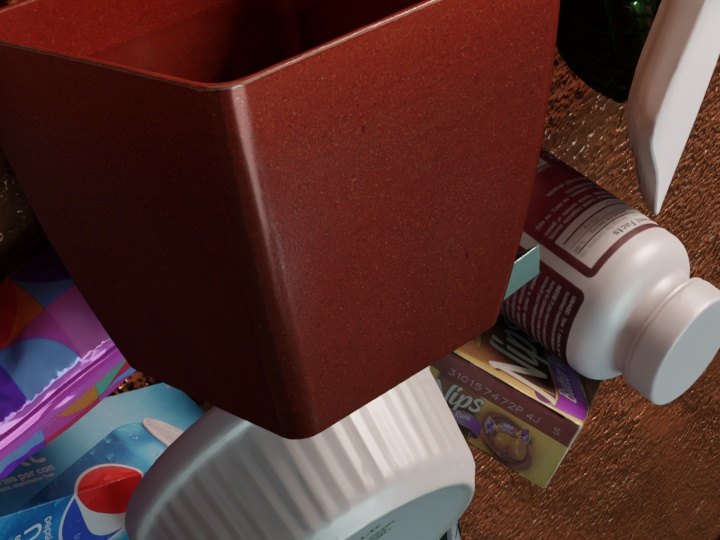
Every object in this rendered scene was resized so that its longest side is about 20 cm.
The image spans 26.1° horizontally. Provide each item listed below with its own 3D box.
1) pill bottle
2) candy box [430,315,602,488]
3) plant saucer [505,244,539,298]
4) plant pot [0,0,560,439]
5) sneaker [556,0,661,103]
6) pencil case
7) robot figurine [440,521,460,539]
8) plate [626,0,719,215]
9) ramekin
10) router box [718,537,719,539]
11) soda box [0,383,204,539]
[{"bbox_3d":[0.149,0.001,1.063,0.113,0.200,0.114,-34,146,-28],"label":"pill bottle"},{"bbox_3d":[0.109,0.069,1.097,0.057,0.116,0.200,-62,171,19],"label":"candy box"},{"bbox_3d":[0.044,0.033,1.013,0.070,0.019,0.200,-36,-178,-32],"label":"plant saucer"},{"bbox_3d":[-0.036,-0.044,0.706,0.199,0.199,0.178,-28,121,-36],"label":"plant pot"},{"bbox_3d":[0.183,-0.199,1.025,0.085,0.078,0.201,-32,144,-33],"label":"sneaker"},{"bbox_3d":[-0.160,0.040,0.786,0.200,0.088,0.089,-39,148,-22],"label":"pencil case"},{"bbox_3d":[-0.007,0.193,1.120,0.151,0.124,0.199,-59,150,9],"label":"robot figurine"},{"bbox_3d":[0.218,-0.154,1.037,0.200,0.032,0.201,46,64,-73],"label":"plate"},{"bbox_3d":[-0.025,0.129,0.871,0.201,0.095,0.203,-31,159,-13],"label":"ramekin"},{"bbox_3d":[0.571,0.391,2.218,0.157,0.052,0.201,-43,149,-16],"label":"router box"},{"bbox_3d":[-0.167,0.124,0.879,0.199,0.068,0.065,-13,132,-49],"label":"soda box"}]
